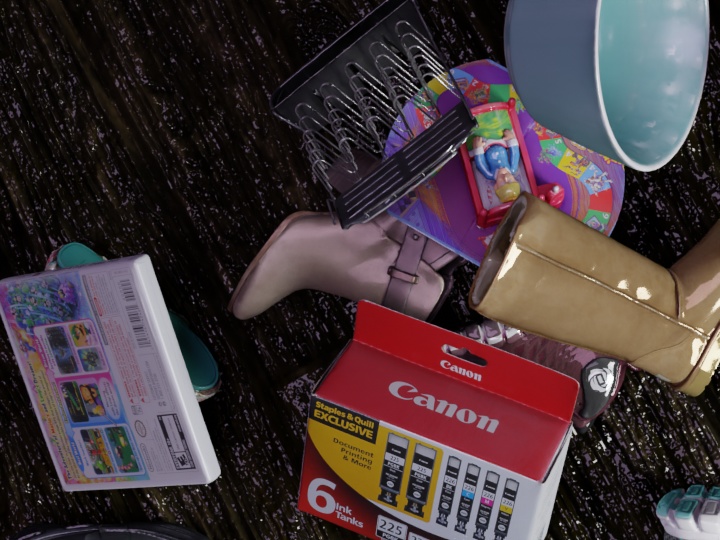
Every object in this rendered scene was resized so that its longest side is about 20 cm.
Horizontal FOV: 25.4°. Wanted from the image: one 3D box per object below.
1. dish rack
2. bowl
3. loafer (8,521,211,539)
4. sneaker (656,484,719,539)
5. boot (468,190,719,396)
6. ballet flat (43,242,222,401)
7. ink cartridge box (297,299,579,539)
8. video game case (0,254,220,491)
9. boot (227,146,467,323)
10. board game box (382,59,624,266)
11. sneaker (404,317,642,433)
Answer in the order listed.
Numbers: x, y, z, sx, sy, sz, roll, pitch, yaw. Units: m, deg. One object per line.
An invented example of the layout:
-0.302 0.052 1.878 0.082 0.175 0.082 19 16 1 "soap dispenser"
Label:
0.012 -0.126 1.284 0.153 0.201 0.055 -38 123 13 "dish rack"
0.183 -0.181 1.236 0.104 0.200 0.203 7 94 36 "bowl"
-0.223 0.258 1.412 0.199 0.070 0.069 0 92 16 "loafer"
0.332 0.230 1.262 0.198 0.078 0.092 8 110 19 "sneaker"
0.206 -0.011 1.234 0.199 0.066 0.176 24 88 -13 "boot"
-0.202 0.054 1.411 0.200 0.075 0.064 42 133 15 "ballet flat"
0.060 0.141 1.282 0.198 0.084 0.177 19 128 15 "ink cartridge box"
-0.221 0.092 1.377 0.181 0.024 0.202 -8 105 37 "video game case"
0.000 0.000 1.340 0.146 0.070 0.201 40 100 11 "boot"
0.117 -0.084 1.287 0.199 0.039 0.159 30 79 7 "board game box"
0.138 0.087 1.303 0.198 0.076 0.116 -21 89 15 "sneaker"
